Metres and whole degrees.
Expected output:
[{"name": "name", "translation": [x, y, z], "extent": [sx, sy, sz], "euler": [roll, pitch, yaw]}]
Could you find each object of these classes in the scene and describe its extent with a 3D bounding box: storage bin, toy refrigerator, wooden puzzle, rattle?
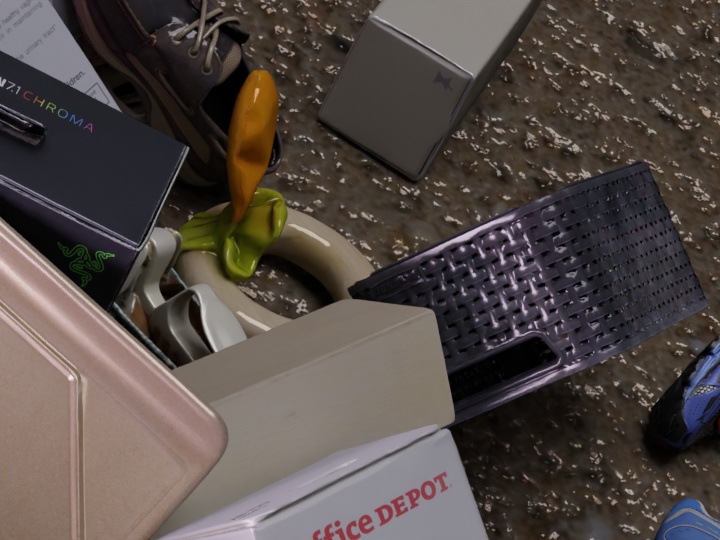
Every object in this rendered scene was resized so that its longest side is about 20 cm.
[{"name": "storage bin", "translation": [0.095, 0.014, 1.617], "extent": [0.094, 0.135, 0.200], "euler": [67, 23, 3]}, {"name": "toy refrigerator", "translation": [-0.053, 0.080, 1.480], "extent": [0.199, 0.070, 0.076], "euler": [-23, 18, -36]}, {"name": "wooden puzzle", "translation": [-0.190, 0.090, 1.363], "extent": [0.185, 0.037, 0.200], "euler": [41, 79, 5]}, {"name": "rattle", "translation": [0.000, 0.000, 1.631], "extent": [0.200, 0.143, 0.130], "euler": [39, 20, 20]}]

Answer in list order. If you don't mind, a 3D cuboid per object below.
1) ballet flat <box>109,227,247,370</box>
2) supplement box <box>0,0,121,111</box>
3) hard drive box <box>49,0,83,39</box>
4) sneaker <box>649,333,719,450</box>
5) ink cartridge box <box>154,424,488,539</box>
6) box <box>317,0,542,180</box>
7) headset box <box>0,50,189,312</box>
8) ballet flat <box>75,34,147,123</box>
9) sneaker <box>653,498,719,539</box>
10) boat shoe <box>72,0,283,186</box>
[{"name": "ballet flat", "translation": [-0.105, 0.024, 1.584], "extent": [0.069, 0.071, 0.200], "euler": [-24, 63, -44]}, {"name": "supplement box", "translation": [-0.230, -0.122, 1.548], "extent": [0.103, 0.101, 0.200], "euler": [-46, 113, -33]}, {"name": "hard drive box", "translation": [-0.224, -0.212, 1.704], "extent": [0.199, 0.077, 0.156], "euler": [17, 34, 19]}, {"name": "sneaker", "translation": [0.252, 0.070, 1.769], "extent": [0.200, 0.075, 0.079], "euler": [-20, 64, -43]}, {"name": "ink cartridge box", "translation": [0.003, 0.192, 1.391], "extent": [0.145, 0.083, 0.201], "euler": [-23, 96, -45]}, {"name": "box", "translation": [0.056, -0.154, 1.865], "extent": [0.078, 0.095, 0.200], "euler": [32, 37, 3]}, {"name": "headset box", "translation": [-0.201, -0.017, 1.462], "extent": [0.174, 0.200, 0.093], "euler": [27, 39, -5]}, {"name": "ballet flat", "translation": [-0.159, -0.106, 1.696], "extent": [0.067, 0.068, 0.200], "euler": [49, 43, 12]}, {"name": "sneaker", "translation": [0.252, 0.185, 1.638], "extent": [0.199, 0.076, 0.077], "euler": [23, 43, -12]}, {"name": "boat shoe", "translation": [-0.096, -0.129, 1.664], "extent": [0.073, 0.200, 0.075], "euler": [5, 52, 33]}]
